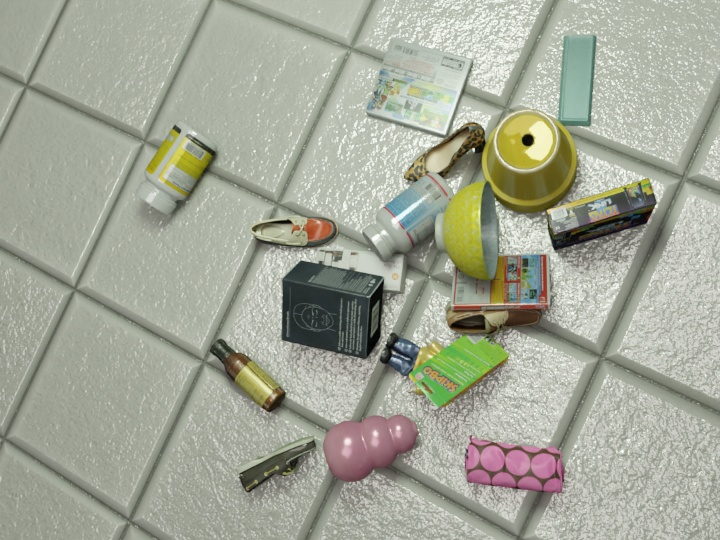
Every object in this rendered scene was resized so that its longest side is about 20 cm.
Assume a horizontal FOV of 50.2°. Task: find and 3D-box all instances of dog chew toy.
[{"bbox_3d":[0.025,0.360,1.601,0.198,0.125,0.126,-19,78,3],"label":"dog chew toy"}]

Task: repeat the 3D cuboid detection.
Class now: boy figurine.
[{"bbox_3d":[0.140,0.208,1.618,0.198,0.064,0.125,25,86,19],"label":"boy figurine"}]

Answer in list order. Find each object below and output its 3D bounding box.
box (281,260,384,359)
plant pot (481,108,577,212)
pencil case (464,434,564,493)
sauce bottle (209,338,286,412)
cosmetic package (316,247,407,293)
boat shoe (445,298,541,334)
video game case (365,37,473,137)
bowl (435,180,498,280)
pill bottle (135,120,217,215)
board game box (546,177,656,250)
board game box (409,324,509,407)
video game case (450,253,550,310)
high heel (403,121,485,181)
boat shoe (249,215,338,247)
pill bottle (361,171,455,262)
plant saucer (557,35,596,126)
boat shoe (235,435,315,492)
[{"bbox_3d":[-0.060,0.081,1.637,0.198,0.107,0.150,11,116,15],"label":"box"},{"bbox_3d":[0.342,-0.236,1.565,0.198,0.189,0.204,-2,81,13],"label":"plant pot"},{"bbox_3d":[0.307,0.387,1.539,0.197,0.091,0.095,5,69,13],"label":"pencil case"},{"bbox_3d":[-0.254,0.230,1.719,0.200,0.066,0.066,41,93,18],"label":"sauce bottle"},{"bbox_3d":[0.000,0.000,1.691,0.197,0.051,0.084,4,84,15],"label":"cosmetic package"},{"bbox_3d":[0.272,0.101,1.580,0.197,0.076,0.072,-3,40,15],"label":"boat shoe"},{"bbox_3d":[0.131,-0.413,1.732,0.198,0.022,0.184,19,87,16],"label":"video game case"},{"bbox_3d":[0.211,-0.079,1.559,0.106,0.200,0.203,-1,81,20],"label":"bowl"},{"bbox_3d":[-0.435,-0.239,1.807,0.114,0.114,0.201,35,91,17],"label":"pill bottle"},{"bbox_3d":[0.471,-0.106,1.523,0.198,0.165,0.057,-17,76,12],"label":"board game box"},{"bbox_3d":[0.199,0.197,1.563,0.199,0.030,0.096,-30,58,-26],"label":"board game box"},{"bbox_3d":[0.289,0.023,1.589,0.197,0.018,0.144,-2,46,15],"label":"video game case"},{"bbox_3d":[0.172,-0.253,1.635,0.198,0.142,0.072,-24,77,10],"label":"high heel"},{"bbox_3d":[-0.151,-0.091,1.738,0.197,0.063,0.072,0,80,13],"label":"boat shoe"},{"bbox_3d":[0.105,-0.110,1.632,0.199,0.109,0.109,-37,75,-5],"label":"pill bottle"},{"bbox_3d":[0.464,-0.410,1.647,0.069,0.019,0.203,4,82,15],"label":"plant saucer"},{"bbox_3d":[-0.176,0.419,1.669,0.200,0.072,0.061,-27,80,17],"label":"boat shoe"}]
